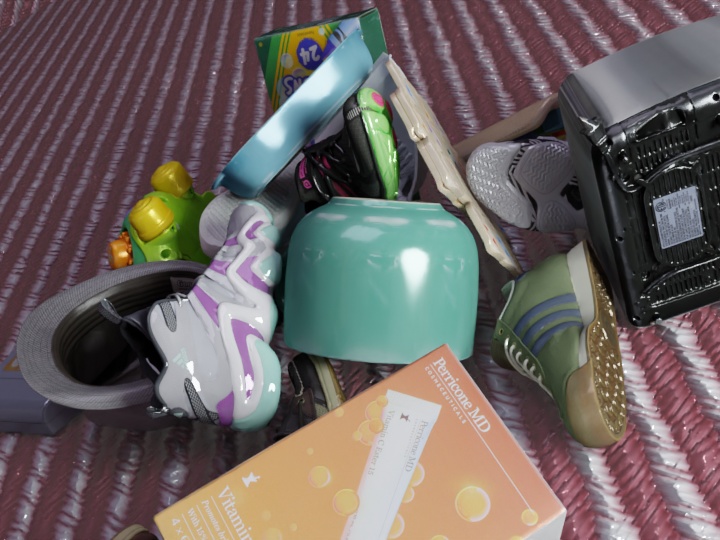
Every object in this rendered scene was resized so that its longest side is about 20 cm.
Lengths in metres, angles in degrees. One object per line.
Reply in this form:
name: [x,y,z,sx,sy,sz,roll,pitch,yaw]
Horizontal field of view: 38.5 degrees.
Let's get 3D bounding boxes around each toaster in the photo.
toaster: [0.250,-0.081,0.762,0.179,0.202,0.119,-20,33,4]

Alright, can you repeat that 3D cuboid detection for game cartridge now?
game cartridge: [-0.287,0.082,1.031,0.132,0.042,0.201,-7,33,33]

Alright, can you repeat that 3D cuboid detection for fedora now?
fedora: [-0.187,0.077,0.897,0.198,0.091,0.177,-23,41,-18]

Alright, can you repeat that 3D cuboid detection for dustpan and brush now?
dustpan and brush: [0.031,-0.084,0.972,0.057,0.201,0.140,-26,-14,-51]

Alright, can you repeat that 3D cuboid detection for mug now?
mug: [0.002,0.001,0.808,0.182,0.116,0.152,5,5,14]

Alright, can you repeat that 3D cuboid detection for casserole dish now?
casserole dish: [-0.055,-0.135,0.931,0.200,0.039,0.121,-49,6,-12]

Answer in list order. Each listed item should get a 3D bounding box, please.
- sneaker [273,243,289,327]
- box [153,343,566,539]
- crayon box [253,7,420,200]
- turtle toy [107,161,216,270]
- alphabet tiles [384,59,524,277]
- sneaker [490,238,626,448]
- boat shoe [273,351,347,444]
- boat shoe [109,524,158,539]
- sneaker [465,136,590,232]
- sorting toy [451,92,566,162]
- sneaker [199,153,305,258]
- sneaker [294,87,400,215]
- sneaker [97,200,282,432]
sneaker: [-0.035,-0.003,0.961,0.197,0.075,0.080,-12,25,18]
box: [0.001,0.158,0.599,0.198,0.098,0.125,-29,60,-13]
crayon box: [-0.022,-0.154,1.057,0.124,0.203,0.052,-4,22,30]
turtle toy: [-0.186,-0.026,1.043,0.100,0.146,0.201,-27,25,20]
alphabet tiles: [0.079,-0.082,0.876,0.014,0.200,0.197,-32,69,12]
sneaker: [0.139,0.061,0.752,0.089,0.067,0.201,-22,30,24]
boat shoe: [-0.033,0.124,0.747,0.064,0.074,0.200,-19,29,-6]
boat shoe: [-0.158,0.246,0.657,0.071,0.073,0.200,15,25,4]
sneaker: [0.178,-0.083,0.895,0.197,0.076,0.115,6,20,-10]
sorting toy: [0.197,-0.148,0.989,0.198,0.037,0.185,-23,1,-25]
sneaker: [-0.092,-0.043,0.995,0.073,0.083,0.200,13,31,19]
sneaker: [-0.013,-0.082,0.875,0.082,0.201,0.078,-4,67,-9]
sneaker: [-0.134,0.024,0.807,0.138,0.078,0.202,6,54,-16]
